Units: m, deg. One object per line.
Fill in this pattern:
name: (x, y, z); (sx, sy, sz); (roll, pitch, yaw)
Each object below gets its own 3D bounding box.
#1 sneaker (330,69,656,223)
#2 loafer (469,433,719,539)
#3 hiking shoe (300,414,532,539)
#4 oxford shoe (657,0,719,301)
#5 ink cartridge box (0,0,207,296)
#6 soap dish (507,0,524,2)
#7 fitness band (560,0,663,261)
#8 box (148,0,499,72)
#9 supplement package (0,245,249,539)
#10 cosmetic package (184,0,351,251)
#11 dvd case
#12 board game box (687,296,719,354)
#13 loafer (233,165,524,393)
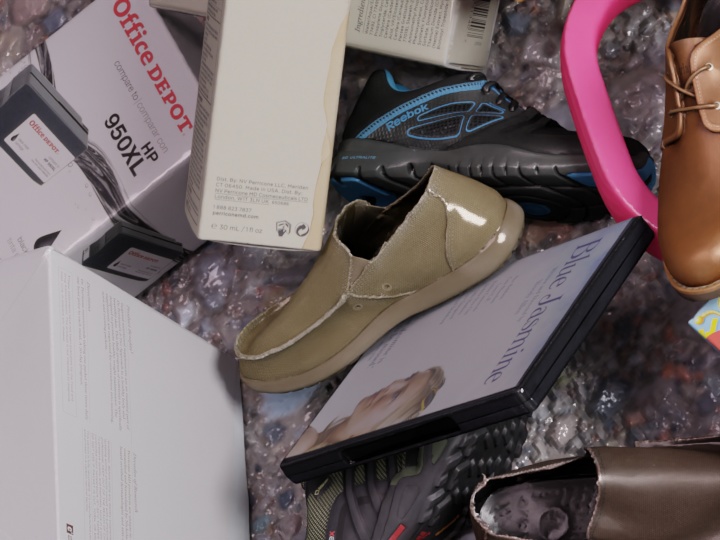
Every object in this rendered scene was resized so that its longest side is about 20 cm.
sneaker: (0.075, -0.077, 1.446); (0.200, 0.073, 0.082); (5, 69, 28)
loafer: (0.144, 0.125, 1.328); (0.200, 0.071, 0.073); (-15, 65, 23)
hiking shoe: (0.015, 0.110, 1.403); (0.101, 0.076, 0.200); (32, 89, 31)
oxford shoe: (0.175, -0.078, 1.300); (0.071, 0.071, 0.200); (-13, 53, 33)
ink cartridge box: (-0.167, -0.063, 1.566); (0.200, 0.084, 0.145); (-38, 58, 10)
soap dish: (0.068, -0.240, 1.436); (0.200, 0.157, 0.081); (41, 119, 8)
fitness band: (0.187, -0.090, 1.375); (0.143, 0.037, 0.200); (-13, 61, -6)
box: (-0.020, -0.175, 1.510); (0.200, 0.068, 0.082); (15, 97, 23)
supplement package: (-0.174, 0.122, 1.428); (0.147, 0.200, 0.191); (-16, 63, 24)
cosmetic package: (-0.050, -0.119, 1.425); (0.073, 0.104, 0.200); (7, 101, -10)
dvd case: (0.054, 0.044, 1.353); (0.200, 0.018, 0.143); (-21, 23, 48)
board game box: (0.278, 0.063, 1.258); (0.103, 0.105, 0.200); (-48, 57, 4)
loafer: (0.000, 0.000, 1.434); (0.200, 0.067, 0.076); (-33, 20, 25)
